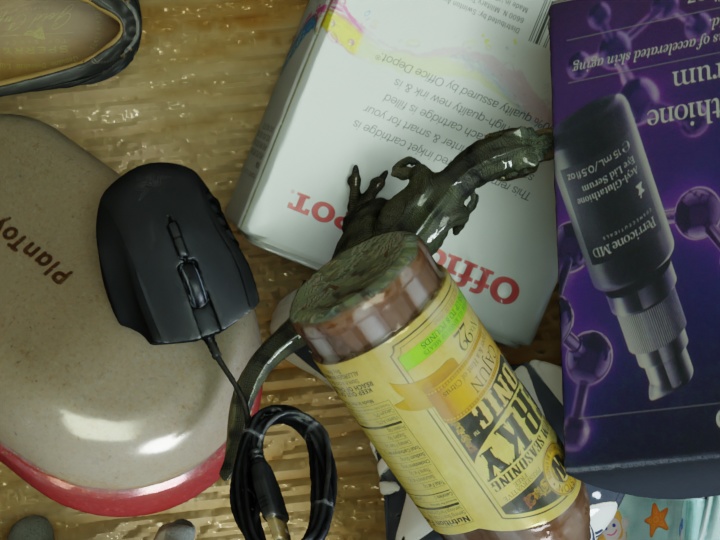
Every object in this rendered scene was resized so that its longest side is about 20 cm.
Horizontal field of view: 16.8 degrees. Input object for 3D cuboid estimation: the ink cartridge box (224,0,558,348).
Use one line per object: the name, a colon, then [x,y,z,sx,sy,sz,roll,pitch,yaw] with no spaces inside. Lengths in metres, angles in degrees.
ink cartridge box: [0.041,-0.085,1.105,0.145,0.083,0.201,22,93,-11]

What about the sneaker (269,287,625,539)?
sneaker: [0.023,0.090,1.074,0.199,0.079,0.130,20,82,28]

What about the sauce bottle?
sauce bottle: [0.050,0.077,0.971,0.065,0.065,0.200,-37,110,-5]

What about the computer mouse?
computer mouse: [-0.058,0.030,0.969,0.058,0.034,0.200,-20,56,-13]

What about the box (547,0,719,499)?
box: [0.164,-0.016,0.972,0.104,0.148,0.201,16,68,-53]

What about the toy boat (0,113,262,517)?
toy boat: [-0.133,0.034,1.072,0.200,0.131,0.130,36,63,25]

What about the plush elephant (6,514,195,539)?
plush elephant: [-0.142,0.169,1.074,0.200,0.155,0.165,33,134,20]

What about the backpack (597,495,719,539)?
backpack: [0.193,0.108,1.099,0.177,0.150,0.201,13,86,-37]

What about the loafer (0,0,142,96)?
loafer: [-0.194,-0.103,1.068,0.199,0.072,0.073,-11,98,-8]

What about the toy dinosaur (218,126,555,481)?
toy dinosaur: [0.000,0.000,1.020,0.047,0.088,0.200,44,88,-14]
